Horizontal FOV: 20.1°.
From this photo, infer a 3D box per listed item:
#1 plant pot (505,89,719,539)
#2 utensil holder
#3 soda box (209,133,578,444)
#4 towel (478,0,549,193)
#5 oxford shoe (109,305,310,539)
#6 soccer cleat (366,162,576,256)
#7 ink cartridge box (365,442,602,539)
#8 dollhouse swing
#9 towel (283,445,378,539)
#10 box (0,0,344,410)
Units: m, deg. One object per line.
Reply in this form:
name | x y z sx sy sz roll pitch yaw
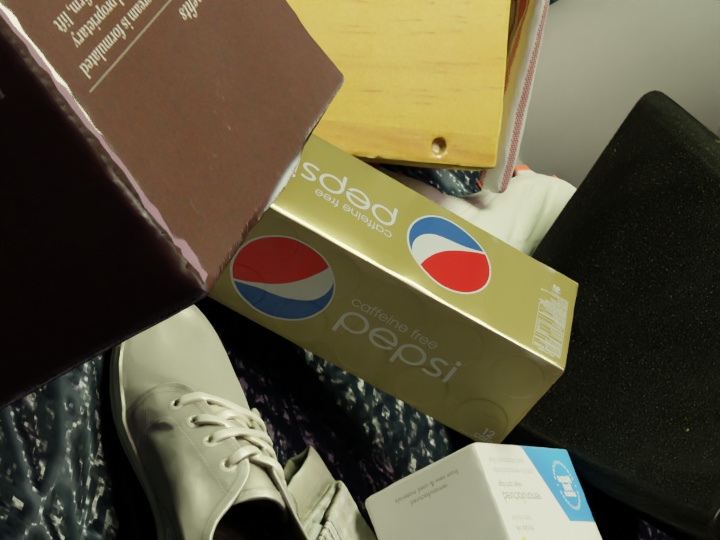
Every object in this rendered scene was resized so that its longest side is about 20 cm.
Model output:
plant pot | 0.203 0.059 1.069 0.199 0.201 0.177 32 4 -40
utensil holder | 0.194 -0.114 1.248 0.170 0.199 0.171 35 40 -36
soda box | 0.000 0.000 0.946 0.199 0.068 0.064 30 40 -10
towel | 0.072 -0.147 1.125 0.030 0.148 0.200 5 26 -7
oxford shoe | -0.058 0.083 0.851 0.075 0.058 0.201 16 40 -32
soccer cleat | 0.065 -0.013 1.106 0.199 0.069 0.078 1 46 -47
ink cartridge box | 0.086 0.186 0.950 0.116 0.067 0.202 12 53 -62
dollhouse swing | -0.004 -0.158 1.060 0.180 0.175 0.202 3 92 -26
towel | 0.001 0.199 0.893 0.201 0.034 0.193 54 33 -13
box | -0.144 -0.077 0.766 0.201 0.163 0.166 53 32 -15
